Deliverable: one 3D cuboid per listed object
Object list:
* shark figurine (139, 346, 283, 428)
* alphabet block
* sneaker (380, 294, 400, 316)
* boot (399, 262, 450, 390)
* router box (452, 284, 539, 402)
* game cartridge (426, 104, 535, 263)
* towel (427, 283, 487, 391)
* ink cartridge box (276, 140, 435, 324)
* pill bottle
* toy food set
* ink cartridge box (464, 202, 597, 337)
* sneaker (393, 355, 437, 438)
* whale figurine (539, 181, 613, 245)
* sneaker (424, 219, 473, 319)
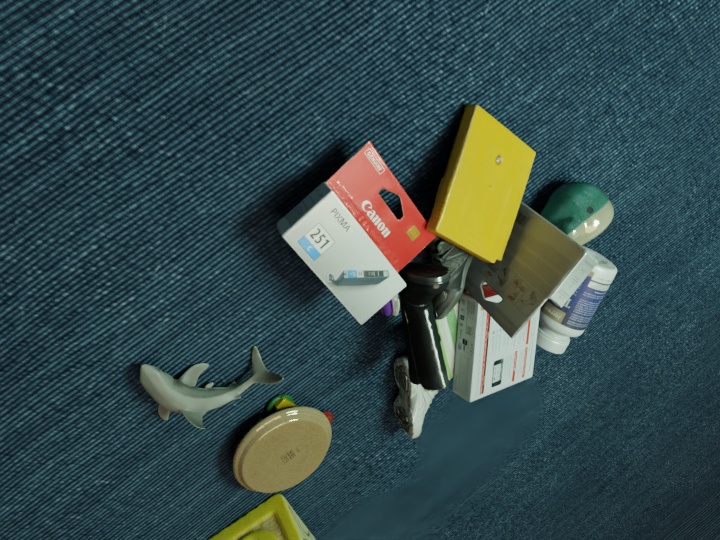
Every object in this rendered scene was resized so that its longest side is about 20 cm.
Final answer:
[{"bbox_3d":[-0.233,0.201,0.983,0.210,0.090,0.131,-1,122,-29],"label":"shark figurine"},{"bbox_3d":[-0.166,0.594,1.217,0.194,0.195,0.202,-32,131,-11],"label":"alphabet block"},{"bbox_3d":[0.000,0.000,1.013,0.082,0.081,0.201,-29,123,8],"label":"sneaker"},{"bbox_3d":[0.109,0.096,1.023,0.064,0.165,0.206,-8,98,-12],"label":"boot"},{"bbox_3d":[0.259,0.126,1.201,0.176,0.048,0.205,-11,112,-34],"label":"router box"},{"bbox_3d":[0.195,-0.130,1.013,0.174,0.032,0.205,23,86,-40],"label":"game cartridge"},{"bbox_3d":[0.184,0.116,1.187,0.198,0.023,0.155,-33,124,-24],"label":"towel"},{"bbox_3d":[0.006,-0.048,0.911,0.175,0.045,0.201,-41,123,1],"label":"ink cartridge box"},{"bbox_3d":[0.414,0.059,1.270,0.109,0.111,0.204,6,116,-34],"label":"pill bottle"},{"bbox_3d":[-0.136,0.318,1.146,0.198,0.049,0.200,-44,132,1],"label":"toy food set"},{"bbox_3d":[0.268,-0.002,1.067,0.044,0.201,0.177,30,104,-35],"label":"ink cartridge box"},{"bbox_3d":[0.120,0.242,1.237,0.097,0.078,0.204,-18,129,-24],"label":"sneaker"},{"bbox_3d":[0.350,-0.082,1.143,0.198,0.159,0.105,-34,89,6],"label":"whale figurine"},{"bbox_3d":[0.132,-0.016,1.071,0.112,0.076,0.203,8,113,-33],"label":"sneaker"}]
